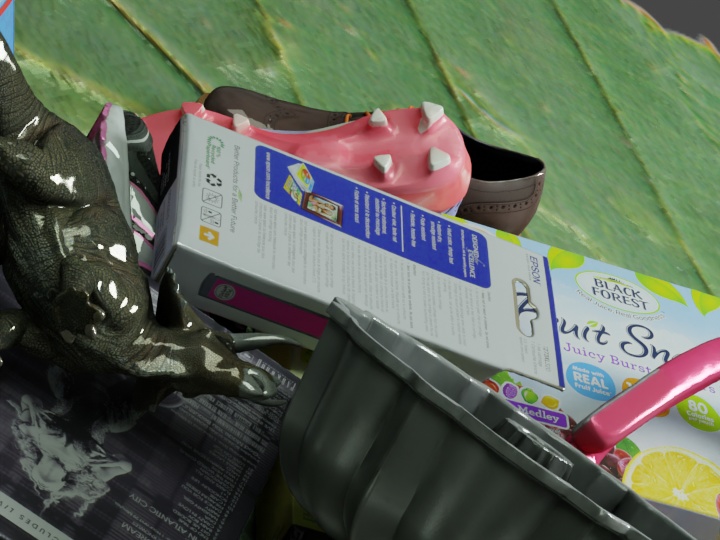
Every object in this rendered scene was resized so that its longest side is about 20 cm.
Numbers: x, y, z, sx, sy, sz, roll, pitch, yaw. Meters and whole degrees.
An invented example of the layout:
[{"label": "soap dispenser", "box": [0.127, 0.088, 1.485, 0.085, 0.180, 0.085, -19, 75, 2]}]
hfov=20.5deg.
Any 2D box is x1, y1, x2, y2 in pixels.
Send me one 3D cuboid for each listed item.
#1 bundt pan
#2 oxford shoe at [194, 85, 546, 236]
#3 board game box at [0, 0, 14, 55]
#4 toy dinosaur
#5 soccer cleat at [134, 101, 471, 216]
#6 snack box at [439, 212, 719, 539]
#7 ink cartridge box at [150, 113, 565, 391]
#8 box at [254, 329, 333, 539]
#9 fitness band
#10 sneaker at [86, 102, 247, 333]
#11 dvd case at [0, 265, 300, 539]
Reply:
[{"label": "bundt pan", "box": [0.051, 0.098, 0.778, 0.201, 0.076, 0.202, 34, 2, -1]}, {"label": "oxford shoe", "box": [0.006, -0.069, 1.087, 0.198, 0.073, 0.072, 18, 37, -15]}, {"label": "board game box", "box": [-0.183, -0.034, 0.808, 0.036, 0.202, 0.152, 12, 34, 9]}, {"label": "toy dinosaur", "box": [-0.117, -0.013, 0.756, 0.201, 0.077, 0.102, 55, 20, 7]}, {"label": "soccer cleat", "box": [-0.041, -0.044, 1.024, 0.198, 0.077, 0.067, -4, 57, 0]}, {"label": "snack box", "box": [0.121, 0.072, 1.000, 0.198, 0.068, 0.170, 18, 38, -17]}, {"label": "ink cartridge box", "box": [0.000, 0.000, 0.922, 0.198, 0.037, 0.095, 19, 38, -17]}, {"label": "box", "box": [-0.010, 0.075, 0.921, 0.075, 0.050, 0.201, 16, 38, -18]}, {"label": "fitness band", "box": [0.167, 0.111, 0.913, 0.199, 0.037, 0.144, -27, 81, -32]}, {"label": "sneaker", "box": [-0.097, 0.016, 0.925, 0.086, 0.080, 0.202, 15, 49, -29]}, {"label": "dvd case", "box": [-0.105, 0.056, 0.776, 0.148, 0.016, 0.200, 34, 27, -5]}]
